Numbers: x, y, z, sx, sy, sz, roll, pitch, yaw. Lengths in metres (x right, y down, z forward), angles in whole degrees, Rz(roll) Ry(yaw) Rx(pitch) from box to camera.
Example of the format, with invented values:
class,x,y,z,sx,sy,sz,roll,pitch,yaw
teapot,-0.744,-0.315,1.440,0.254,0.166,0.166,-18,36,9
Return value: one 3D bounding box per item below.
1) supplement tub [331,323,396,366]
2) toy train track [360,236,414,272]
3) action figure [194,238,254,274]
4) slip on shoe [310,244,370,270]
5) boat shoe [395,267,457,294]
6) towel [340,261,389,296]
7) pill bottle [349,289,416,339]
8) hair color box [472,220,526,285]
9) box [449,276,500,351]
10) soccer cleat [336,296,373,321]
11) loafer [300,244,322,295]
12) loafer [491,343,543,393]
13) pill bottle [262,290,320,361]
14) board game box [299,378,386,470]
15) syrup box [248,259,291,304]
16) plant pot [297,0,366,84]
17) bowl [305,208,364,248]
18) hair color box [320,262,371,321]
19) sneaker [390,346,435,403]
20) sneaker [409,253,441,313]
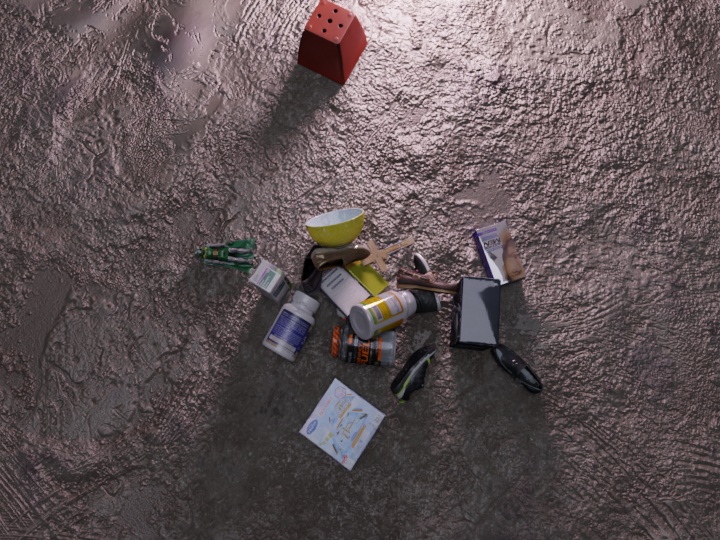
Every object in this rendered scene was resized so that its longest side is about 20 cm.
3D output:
class,x,y,z,sx,sy,sz,roll,pitch,yaw
supplement tub,0.011,0.233,1.677,0.197,0.123,0.125,5,78,1
toy train track,0.090,-0.061,1.786,0.198,0.033,0.116,-24,76,-13
action figure,-0.456,-0.053,1.772,0.197,0.055,0.120,3,81,4
slip on shoe,-0.058,-0.037,1.691,0.197,0.076,0.061,-3,53,-27
boat shoe,0.209,0.032,1.675,0.197,0.070,0.071,9,85,13
towel,0.000,0.000,1.756,0.200,0.018,0.086,44,49,10
pill bottle,0.074,0.128,1.632,0.198,0.111,0.112,-19,77,-34
hair color box,0.461,-0.052,1.771,0.108,0.065,0.203,-18,80,-5
box,0.355,0.139,1.661,0.122,0.197,0.203,5,77,1
soccer cleat,0.017,0.105,1.734,0.197,0.069,0.079,-14,74,-1
loafer,-0.153,-0.015,1.714,0.071,0.063,0.202,-16,44,22
loafer,0.501,0.308,1.690,0.200,0.070,0.068,44,81,8
pill bottle,-0.214,0.173,1.689,0.119,0.120,0.202,28,80,5
board game box,-0.055,0.478,1.665,0.198,0.041,0.201,35,80,6
syrup box,-0.280,0.039,1.676,0.081,0.200,0.079,30,78,6
plant pot,-0.102,-0.820,1.872,0.198,0.176,0.202,27,79,5
bowl,-0.074,-0.123,1.737,0.197,0.200,0.109,-13,108,-3
hair color box,-0.057,0.065,1.705,0.100,0.061,0.200,-41,56,-8
sneaker,0.177,0.332,1.697,0.083,0.072,0.200,45,81,-16
sneaker,0.187,0.047,1.743,0.098,0.071,0.203,-17,83,-9
